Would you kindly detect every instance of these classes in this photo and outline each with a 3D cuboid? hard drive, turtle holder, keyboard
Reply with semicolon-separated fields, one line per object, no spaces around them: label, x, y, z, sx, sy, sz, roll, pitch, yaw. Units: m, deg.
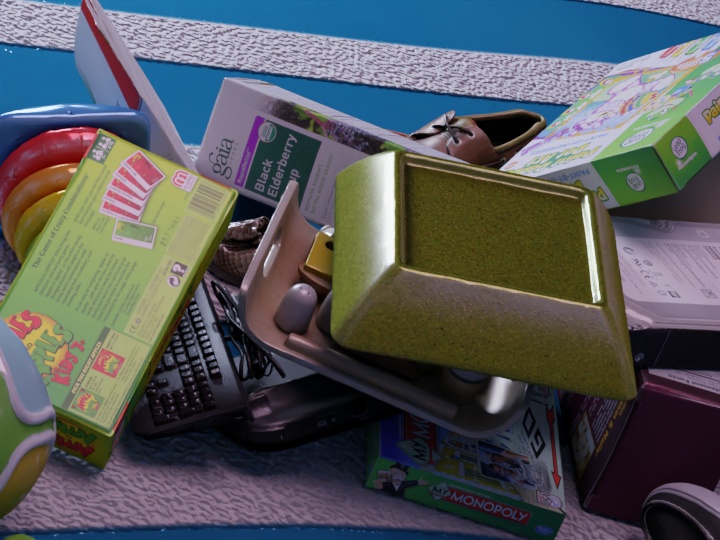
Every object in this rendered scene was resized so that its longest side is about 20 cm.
hard drive;0.225;0.014;1.657;0.199;0.038;0.140;4;33;-32
turtle holder;-0.228;0.090;1.323;0.185;0.141;0.132;31;11;33
keyboard;-0.114;0.037;1.549;0.104;0.040;0.200;-11;31;-9

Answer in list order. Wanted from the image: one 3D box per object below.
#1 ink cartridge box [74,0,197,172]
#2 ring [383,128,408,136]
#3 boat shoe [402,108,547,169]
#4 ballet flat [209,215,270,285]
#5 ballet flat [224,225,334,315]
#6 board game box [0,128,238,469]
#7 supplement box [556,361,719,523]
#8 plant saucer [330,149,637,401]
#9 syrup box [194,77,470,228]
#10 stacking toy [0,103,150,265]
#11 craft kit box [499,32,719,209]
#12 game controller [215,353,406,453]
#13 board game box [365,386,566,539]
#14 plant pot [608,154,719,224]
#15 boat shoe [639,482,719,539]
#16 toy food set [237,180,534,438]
ink cartridge box;-0.181;-0.134;1.712;0.200;0.050;0.161;57;2;-42
ring;0.046;-0.067;1.922;0.199;0.019;0.201;17;28;-9
boat shoe;0.070;-0.097;1.899;0.199;0.068;0.072;-12;45;-46
ballet flat;-0.016;-0.003;1.735;0.199;0.047;0.067;14;30;-17
ballet flat;0.000;0.000;1.673;0.199;0.068;0.068;-6;27;-18
board game box;-0.164;0.016;1.497;0.101;0.048;0.201;24;57;2
supplement box;0.202;0.079;1.686;0.085;0.111;0.200;15;29;-13
plant saucer;0.083;-0.010;1.536;0.199;0.048;0.200;11;35;-7
syrup box;-0.017;-0.075;1.776;0.199;0.079;0.081;23;10;17
stacking toy;-0.186;-0.008;1.580;0.115;0.110;0.201;-3;46;-14
craft kit box;0.211;-0.108;1.747;0.198;0.200;0.049;-45;108;-34
game controller;-0.018;0.073;1.580;0.199;0.042;0.104;-14;22;-35
board game box;0.071;0.102;1.637;0.134;0.029;0.200;18;29;-10
plant pot;0.215;-0.030;1.838;0.135;0.200;0.200;59;25;-14
boat shoe;0.241;0.212;1.532;0.056;0.069;0.200;-4;41;-40
toy food set;0.026;0.019;1.555;0.199;0.061;0.144;24;35;-2
